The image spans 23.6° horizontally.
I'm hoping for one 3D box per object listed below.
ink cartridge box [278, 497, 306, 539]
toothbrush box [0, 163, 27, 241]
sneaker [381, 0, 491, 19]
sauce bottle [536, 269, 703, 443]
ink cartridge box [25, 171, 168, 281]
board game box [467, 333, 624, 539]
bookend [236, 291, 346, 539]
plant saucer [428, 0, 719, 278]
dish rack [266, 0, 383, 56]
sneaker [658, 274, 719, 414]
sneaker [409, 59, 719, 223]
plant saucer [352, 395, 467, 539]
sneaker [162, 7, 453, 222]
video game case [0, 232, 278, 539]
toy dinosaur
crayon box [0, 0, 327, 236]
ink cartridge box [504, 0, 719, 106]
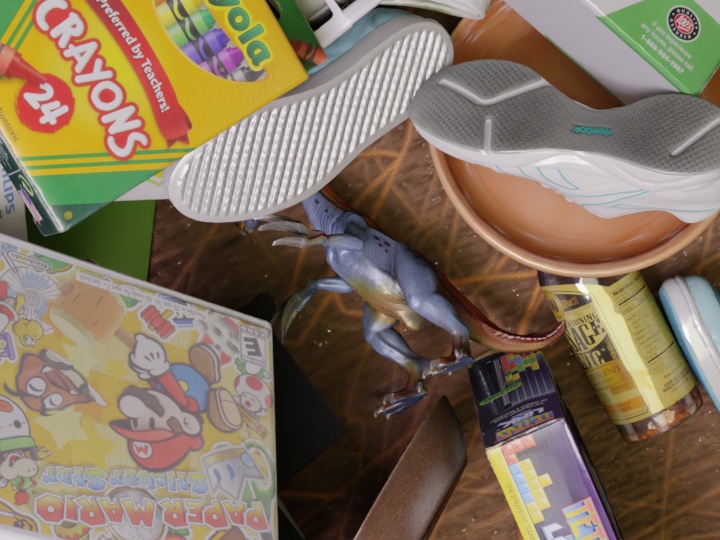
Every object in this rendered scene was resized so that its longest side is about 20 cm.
[{"bbox_3d":[-0.136,0.159,1.098,0.087,0.145,0.201,-24,104,39],"label":"ink cartridge box"},{"bbox_3d":[-0.292,-0.026,1.009,0.199,0.086,0.146,16,118,32],"label":"toothbrush box"},{"bbox_3d":[0.005,-0.225,1.038,0.199,0.074,0.116,24,87,-9],"label":"sneaker"},{"bbox_3d":[0.153,0.014,1.123,0.066,0.066,0.201,-29,94,6],"label":"sauce bottle"},{"bbox_3d":[-0.158,-0.054,1.053,0.147,0.076,0.201,-5,111,-43],"label":"ink cartridge box"},{"bbox_3d":[0.135,0.160,1.111,0.056,0.165,0.201,-23,105,5],"label":"board game box"},{"bbox_3d":[-0.077,0.147,0.999,0.199,0.200,0.092,52,130,3],"label":"bookend"},{"bbox_3d":[0.140,-0.092,1.075,0.199,0.037,0.201,0,79,2],"label":"plant saucer"},{"bbox_3d":[-0.015,-0.239,0.985,0.200,0.044,0.172,-34,93,30],"label":"dish rack"},{"bbox_3d":[0.290,0.057,1.134,0.130,0.080,0.200,-33,113,9],"label":"sneaker"},{"bbox_3d":[0.122,-0.067,1.013,0.199,0.080,0.071,15,62,20],"label":"sneaker"},{"bbox_3d":[0.019,0.175,1.091,0.037,0.200,0.201,29,103,8],"label":"plant saucer"},{"bbox_3d":[-0.040,-0.097,1.052,0.199,0.082,0.074,-29,121,-18],"label":"sneaker"},{"bbox_3d":[-0.133,0.077,0.913,0.199,0.183,0.023,20,137,-28],"label":"video game case"},{"bbox_3d":[0.000,0.000,1.108,0.105,0.199,0.182,-46,62,44],"label":"toy dinosaur"},{"bbox_3d":[-0.119,-0.124,0.945,0.200,0.051,0.127,-35,101,-19],"label":"crayon box"},{"bbox_3d":[0.182,-0.218,1.019,0.146,0.084,0.200,39,78,-12],"label":"ink cartridge box"}]
